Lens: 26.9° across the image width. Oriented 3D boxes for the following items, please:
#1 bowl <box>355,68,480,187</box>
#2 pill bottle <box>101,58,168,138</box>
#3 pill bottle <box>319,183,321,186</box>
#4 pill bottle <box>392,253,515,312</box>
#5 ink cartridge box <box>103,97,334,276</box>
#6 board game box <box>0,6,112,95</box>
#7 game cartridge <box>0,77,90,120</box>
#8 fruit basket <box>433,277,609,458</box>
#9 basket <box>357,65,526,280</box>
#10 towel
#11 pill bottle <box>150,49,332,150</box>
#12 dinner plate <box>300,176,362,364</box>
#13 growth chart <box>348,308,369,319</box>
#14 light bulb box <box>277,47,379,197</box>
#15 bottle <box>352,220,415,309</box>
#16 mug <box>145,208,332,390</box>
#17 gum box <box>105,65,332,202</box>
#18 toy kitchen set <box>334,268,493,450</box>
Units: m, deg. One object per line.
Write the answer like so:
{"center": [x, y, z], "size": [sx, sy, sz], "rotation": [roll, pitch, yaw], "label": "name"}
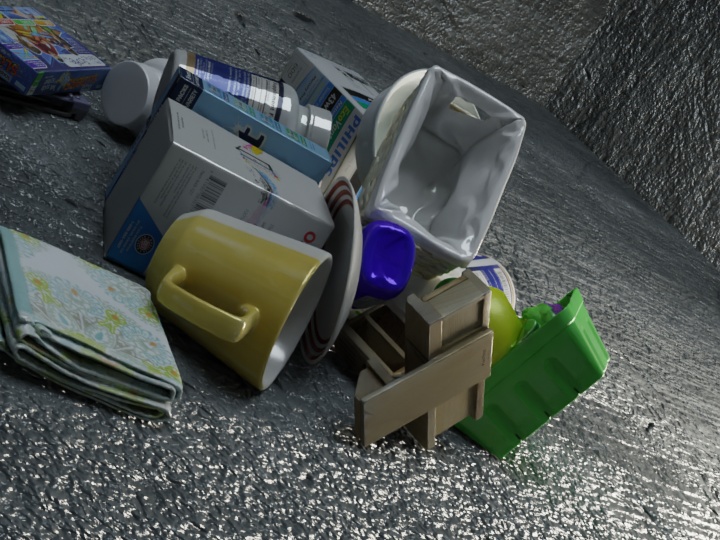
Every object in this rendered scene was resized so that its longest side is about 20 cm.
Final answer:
{"center": [0.059, -0.143, 1.859], "size": [0.200, 0.203, 0.090], "rotation": [20, -15, -41], "label": "bowl"}
{"center": [-0.239, -0.212, 1.951], "size": [0.111, 0.112, 0.199], "rotation": [43, 18, 29], "label": "pill bottle"}
{"center": [-0.157, -0.127, 1.864], "size": [0.199, 0.115, 0.114], "rotation": [27, 17, -22], "label": "pill bottle"}
{"center": [0.107, 0.038, 1.851], "size": [0.116, 0.116, 0.200], "rotation": [40, 18, 19], "label": "pill bottle"}
{"center": [-0.153, -0.057, 1.613], "size": [0.199, 0.148, 0.145], "rotation": [28, 17, -21], "label": "ink cartridge box"}
{"center": [-0.398, -0.267, 1.814], "size": [0.135, 0.035, 0.200], "rotation": [38, 16, 8], "label": "board game box"}
{"center": [-0.431, -0.245, 1.811], "size": [0.199, 0.038, 0.130], "rotation": [11, 32, -54], "label": "game cartridge"}
{"center": [0.159, 0.085, 1.724], "size": [0.215, 0.217, 0.155], "rotation": [36, 16, 6], "label": "fruit basket"}
{"center": [0.081, -0.104, 1.713], "size": [0.135, 0.201, 0.123], "rotation": [29, -24, -13], "label": "basket"}
{"center": [-0.249, 0.044, 1.324], "size": [0.170, 0.048, 0.200], "rotation": [28, 17, -31], "label": "towel"}
{"center": [-0.139, -0.176, 1.754], "size": [0.198, 0.112, 0.111], "rotation": [16, 21, -16], "label": "pill bottle"}
{"center": [-0.029, 0.001, 1.599], "size": [0.024, 0.202, 0.201], "rotation": [10, 23, -16], "label": "dinner plate"}
{"center": [0.038, 0.064, 1.881], "size": [0.144, 0.018, 0.200], "rotation": [39, 18, 13], "label": "growth chart"}
{"center": [-0.044, -0.153, 2.007], "size": [0.124, 0.199, 0.200], "rotation": [16, 23, -42], "label": "light bulb box"}
{"center": [0.000, 0.000, 1.662], "size": [0.065, 0.084, 0.200], "rotation": [17, -13, -15], "label": "bottle"}
{"center": [-0.126, 0.010, 1.468], "size": [0.152, 0.150, 0.187], "rotation": [28, -18, 7], "label": "mug"}
{"center": [-0.160, -0.105, 1.696], "size": [0.199, 0.171, 0.045], "rotation": [27, 17, -21], "label": "gum box"}
{"center": [0.019, 0.075, 1.579], "size": [0.162, 0.201, 0.180], "rotation": [-27, 52, -24], "label": "toy kitchen set"}
